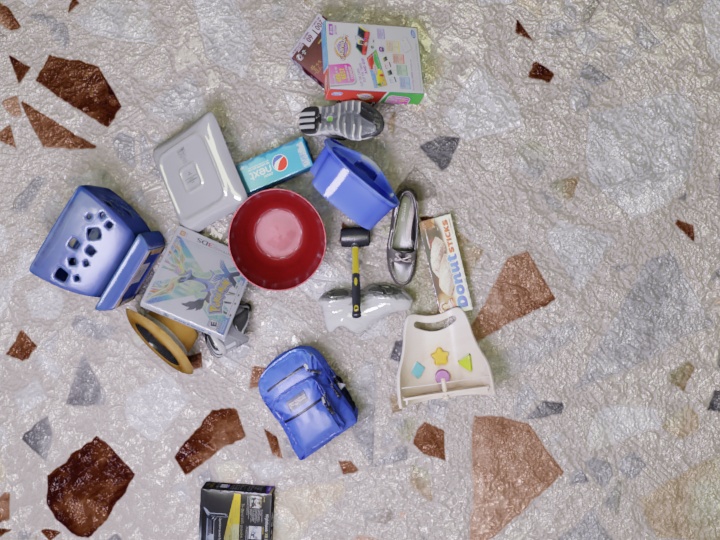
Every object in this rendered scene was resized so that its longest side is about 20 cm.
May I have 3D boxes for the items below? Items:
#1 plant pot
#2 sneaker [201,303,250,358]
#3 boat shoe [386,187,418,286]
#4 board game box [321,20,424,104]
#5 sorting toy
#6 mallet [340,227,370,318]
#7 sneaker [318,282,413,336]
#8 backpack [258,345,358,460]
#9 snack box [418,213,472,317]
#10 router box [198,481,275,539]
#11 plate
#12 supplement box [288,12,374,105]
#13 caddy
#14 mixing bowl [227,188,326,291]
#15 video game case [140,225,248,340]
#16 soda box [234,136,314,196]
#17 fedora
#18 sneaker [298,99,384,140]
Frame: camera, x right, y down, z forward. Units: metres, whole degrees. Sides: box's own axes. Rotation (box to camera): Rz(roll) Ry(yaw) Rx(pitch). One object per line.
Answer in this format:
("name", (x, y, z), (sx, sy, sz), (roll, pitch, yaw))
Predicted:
("plant pot", (-0.518, -0.038, 1.534), (0.178, 0.200, 0.202), (34, 93, -4))
("sneaker", (-0.293, 0.076, 1.588), (0.113, 0.075, 0.203), (-20, 73, -24))
("boat shoe", (0.088, -0.069, 1.565), (0.065, 0.057, 0.206), (4, 92, 3))
("board game box", (0.023, -0.413, 1.500), (0.194, 0.040, 0.157), (1, 73, -14))
("sorting toy", (0.164, 0.174, 1.550), (0.194, 0.107, 0.185), (-8, 87, 3))
("mallet", (0.000, 0.000, 1.542), (0.064, 0.041, 0.204), (-9, 62, -1))
("sneaker", (0.014, 0.086, 1.575), (0.194, 0.078, 0.102), (-4, 111, 1))
("backpack", (-0.109, 0.255, 1.535), (0.161, 0.168, 0.203), (-32, 86, -3))
("snack box", (0.178, -0.011, 1.578), (0.070, 0.024, 0.205), (-14, 91, 4))
("router box", (-0.265, 0.561, 1.608), (0.153, 0.052, 0.206), (4, 92, 2))
("plate", (-0.340, -0.193, 1.553), (0.197, 0.032, 0.204), (-23, 90, 33))
("supplement box", (-0.040, -0.418, 1.559), (0.199, 0.061, 0.110), (39, 92, 0))
("caddy", (-0.009, -0.180, 1.508), (0.198, 0.142, 0.105), (36, 109, -24))
("mixing bowl", (-0.170, -0.068, 1.545), (0.194, 0.108, 0.206), (-1, 100, -6))
("video game case", (-0.325, 0.022, 1.536), (0.179, 0.022, 0.203), (23, 54, -8))
("soda box", (-0.193, -0.207, 1.570), (0.196, 0.068, 0.066), (-22, 91, 4))
("fedora", (-0.393, 0.125, 1.549), (0.200, 0.201, 0.082), (43, 66, 1))
("sneaker", (-0.019, -0.299, 1.529), (0.196, 0.115, 0.077), (11, 96, 31))
